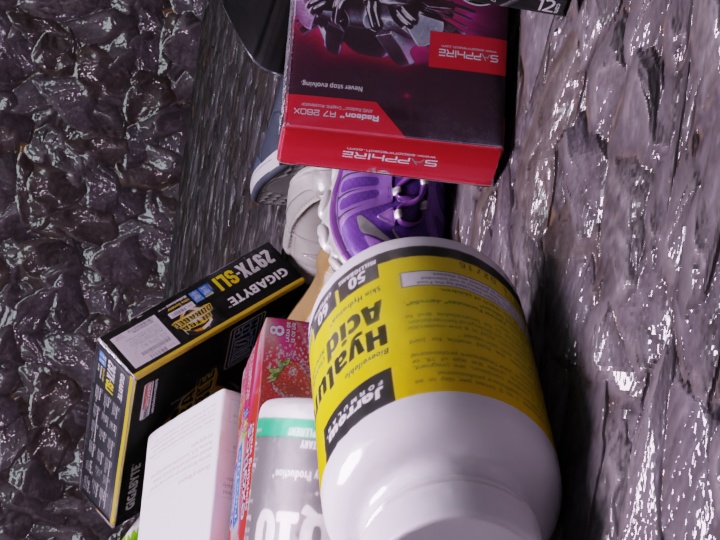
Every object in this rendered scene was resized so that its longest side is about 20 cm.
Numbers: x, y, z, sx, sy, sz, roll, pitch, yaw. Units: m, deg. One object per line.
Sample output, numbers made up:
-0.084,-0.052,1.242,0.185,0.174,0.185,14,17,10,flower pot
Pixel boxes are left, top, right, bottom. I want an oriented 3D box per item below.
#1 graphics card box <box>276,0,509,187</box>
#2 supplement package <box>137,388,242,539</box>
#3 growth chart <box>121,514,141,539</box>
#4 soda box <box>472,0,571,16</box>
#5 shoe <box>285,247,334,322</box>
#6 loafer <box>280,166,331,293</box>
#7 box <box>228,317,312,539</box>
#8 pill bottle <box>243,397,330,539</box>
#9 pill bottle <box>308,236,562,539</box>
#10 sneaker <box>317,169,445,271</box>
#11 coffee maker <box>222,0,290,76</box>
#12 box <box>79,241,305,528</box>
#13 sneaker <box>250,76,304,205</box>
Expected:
0.022,-0.153,1.198,0.051,0.124,0.202,104,171,-67,graphics card box
-0.082,0.203,1.458,0.117,0.116,0.202,-32,46,50,supplement package
-0.115,0.258,1.586,0.200,0.018,0.145,50,133,21,growth chart
0.078,-0.225,1.086,0.064,0.070,0.201,108,166,-50,soda box
0.000,0.000,1.453,0.070,0.053,0.200,-50,-4,-30,shoe
-0.023,-0.023,1.547,0.200,0.069,0.070,103,166,-71,loafer
-0.032,0.143,1.360,0.100,0.095,0.202,117,158,-65,box
-0.012,0.176,1.172,0.113,0.112,0.202,148,129,-77,pill bottle
0.034,0.081,0.984,0.201,0.110,0.112,-98,19,-57,pill bottle
0.022,-0.064,1.291,0.083,0.080,0.201,-48,37,45,sneaker
-0.019,-0.228,1.461,0.201,0.134,0.193,111,162,-49,coffee maker
-0.127,0.086,1.571,0.049,0.159,0.201,44,145,21,box
-0.039,-0.146,1.650,0.202,0.076,0.147,132,134,-57,sneaker
